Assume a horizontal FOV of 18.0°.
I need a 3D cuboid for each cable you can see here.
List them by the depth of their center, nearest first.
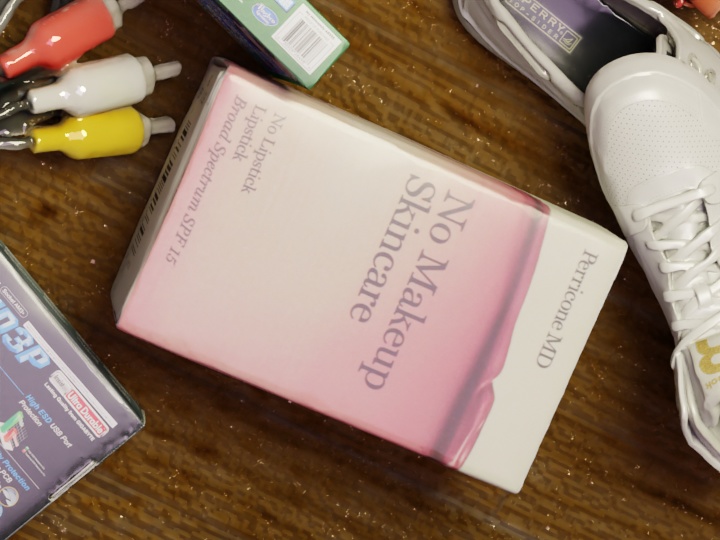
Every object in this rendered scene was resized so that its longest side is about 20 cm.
[{"bbox_3d":[-0.168,-0.071,0.997,0.200,0.050,0.097,-31,120,-36],"label":"cable"}]

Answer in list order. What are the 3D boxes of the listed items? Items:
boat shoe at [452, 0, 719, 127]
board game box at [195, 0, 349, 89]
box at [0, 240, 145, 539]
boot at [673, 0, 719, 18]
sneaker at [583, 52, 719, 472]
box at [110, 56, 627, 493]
[{"bbox_3d":[0.134,-0.091,1.065,0.200,0.066,0.072,37,91,-10],"label":"boat shoe"},{"bbox_3d":[-0.092,-0.161,0.991,0.029,0.135,0.200,-45,101,0],"label":"board game box"},{"bbox_3d":[-0.221,0.043,1.044,0.159,0.046,0.200,-40,101,-2],"label":"box"},{"bbox_3d":[0.131,-0.169,1.039,0.199,0.075,0.108,-3,82,-8],"label":"boot"},{"bbox_3d":[0.160,0.005,1.024,0.073,0.116,0.200,-21,122,14],"label":"sneaker"},{"bbox_3d":[0.000,0.000,1.037,0.199,0.109,0.128,23,93,-10],"label":"box"}]
